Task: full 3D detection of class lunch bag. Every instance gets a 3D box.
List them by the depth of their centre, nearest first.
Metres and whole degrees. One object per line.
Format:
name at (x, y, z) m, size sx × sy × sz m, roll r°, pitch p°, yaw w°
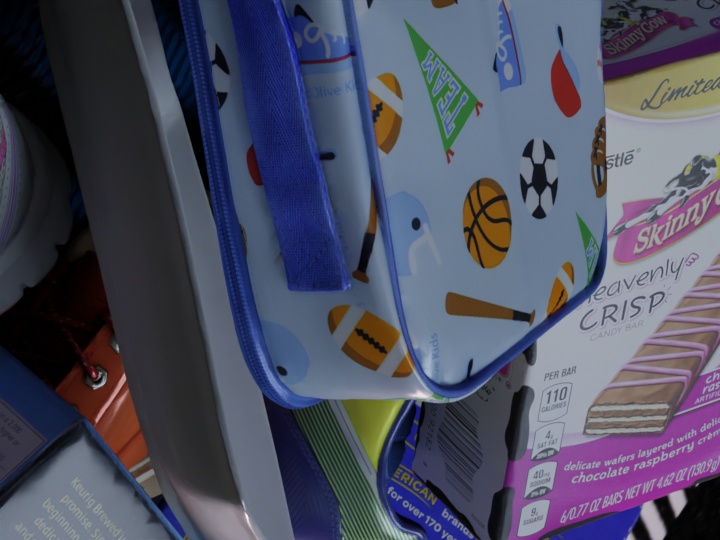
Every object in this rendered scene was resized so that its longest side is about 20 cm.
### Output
lunch bag at (0.007, -0.067, 0.800) m, size 0.160 × 0.075 × 0.200 m, roll -31°, pitch 114°, yaw -55°

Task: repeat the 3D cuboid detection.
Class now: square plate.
square plate at (-0.054, 0.004, 0.799) m, size 0.028 × 0.198 × 0.200 m, roll -15°, pitch 160°, yaw 0°

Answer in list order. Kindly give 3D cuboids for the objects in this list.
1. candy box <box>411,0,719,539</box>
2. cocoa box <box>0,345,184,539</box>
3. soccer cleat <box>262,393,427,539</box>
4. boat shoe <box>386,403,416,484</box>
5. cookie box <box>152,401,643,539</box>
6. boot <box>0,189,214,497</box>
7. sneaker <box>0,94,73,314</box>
candy box at (0.099, -0.007, 1.002) m, size 0.136 × 0.061 × 0.200 m, roll -16°, pitch 130°, yaw -30°
cocoa box at (-0.108, 0.119, 0.808) m, size 0.131 × 0.133 × 0.200 m, roll -43°, pitch 130°, yaw -12°
soccer cleat at (0.000, 0.000, 0.946) m, size 0.065 × 0.084 × 0.201 m, roll 36°, pitch 59°, yaw -82°
boat shoe at (-0.001, -0.026, 1.008) m, size 0.072 × 0.072 × 0.200 m, roll 35°, pitch 69°, yaw -80°
cookie box at (-0.007, 0.126, 1.084) m, size 0.200 × 0.171 × 0.075 m, roll -57°, pitch -170°, yaw -30°
boot at (-0.111, 0.046, 0.920) m, size 0.200 × 0.075 × 0.107 m, roll -41°, pitch 154°, yaw -41°
sneaker at (-0.159, 0.013, 0.704) m, size 0.200 × 0.081 × 0.088 m, roll -51°, pitch 161°, yaw -19°
